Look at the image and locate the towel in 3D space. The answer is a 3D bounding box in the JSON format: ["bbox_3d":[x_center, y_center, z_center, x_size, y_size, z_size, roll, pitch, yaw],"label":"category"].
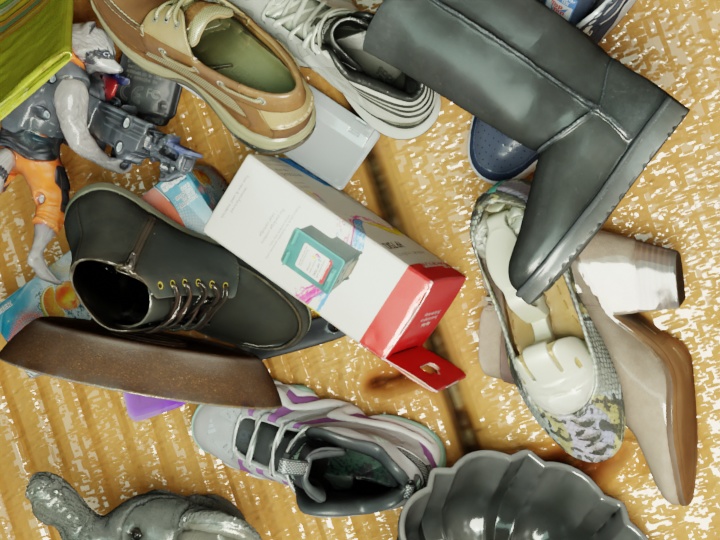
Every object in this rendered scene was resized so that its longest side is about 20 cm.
[{"bbox_3d":[-0.245,-0.177,1.091,0.086,0.200,0.018,-39,121,14],"label":"towel"}]

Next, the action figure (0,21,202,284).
[{"bbox_3d":[-0.221,-0.092,1.085,0.200,0.105,0.194,16,83,37],"label":"action figure"}]

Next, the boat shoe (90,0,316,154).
[{"bbox_3d":[-0.109,-0.167,1.048,0.200,0.074,0.076,37,67,13],"label":"boat shoe"}]

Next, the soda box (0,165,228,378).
[{"bbox_3d":[-0.182,0.000,1.129,0.200,0.068,0.064,-36,85,14],"label":"soda box"}]

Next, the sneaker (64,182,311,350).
[{"bbox_3d":[-0.121,0.024,1.037,0.200,0.106,0.075,27,114,-21],"label":"sneaker"}]

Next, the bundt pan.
[{"bbox_3d":[0.106,0.227,1.007,0.202,0.202,0.076,38,140,11],"label":"bundt pan"}]

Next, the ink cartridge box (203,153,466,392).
[{"bbox_3d":[0.000,0.000,1.052,0.200,0.116,0.067,35,101,11],"label":"ink cartridge box"}]

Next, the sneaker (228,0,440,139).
[{"bbox_3d":[-0.025,-0.179,1.044,0.200,0.115,0.076,37,83,8],"label":"sneaker"}]

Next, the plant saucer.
[{"bbox_3d":[-0.149,0.062,1.032,0.200,0.200,0.035,12,89,16],"label":"plant saucer"}]

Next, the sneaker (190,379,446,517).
[{"bbox_3d":[-0.046,0.129,1.059,0.199,0.140,0.078,6,95,16],"label":"sneaker"}]

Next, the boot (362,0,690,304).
[{"bbox_3d":[0.082,-0.099,0.945,0.200,0.066,0.165,38,84,8],"label":"boot"}]

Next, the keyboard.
[{"bbox_3d":[-0.082,-0.135,1.097,0.200,0.011,0.056,34,77,3],"label":"keyboard"}]

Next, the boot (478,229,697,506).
[{"bbox_3d":[0.156,0.065,1.041,0.146,0.070,0.201,-3,91,23],"label":"boot"}]

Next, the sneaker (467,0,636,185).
[{"bbox_3d":[0.125,-0.150,1.012,0.070,0.108,0.200,33,101,13],"label":"sneaker"}]

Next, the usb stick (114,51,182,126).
[{"bbox_3d":[-0.144,-0.212,1.129,0.055,0.033,0.201,16,97,8],"label":"usb stick"}]

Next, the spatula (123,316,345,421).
[{"bbox_3d":[-0.098,0.065,1.133,0.199,0.021,0.057,-17,84,14],"label":"spatula"}]

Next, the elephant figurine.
[{"bbox_3d":[-0.127,0.219,1.087,0.141,0.155,0.201,-8,100,39],"label":"elephant figurine"}]

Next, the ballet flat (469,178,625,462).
[{"bbox_3d":[0.118,0.036,0.984,0.072,0.072,0.201,-20,84,16],"label":"ballet flat"}]
